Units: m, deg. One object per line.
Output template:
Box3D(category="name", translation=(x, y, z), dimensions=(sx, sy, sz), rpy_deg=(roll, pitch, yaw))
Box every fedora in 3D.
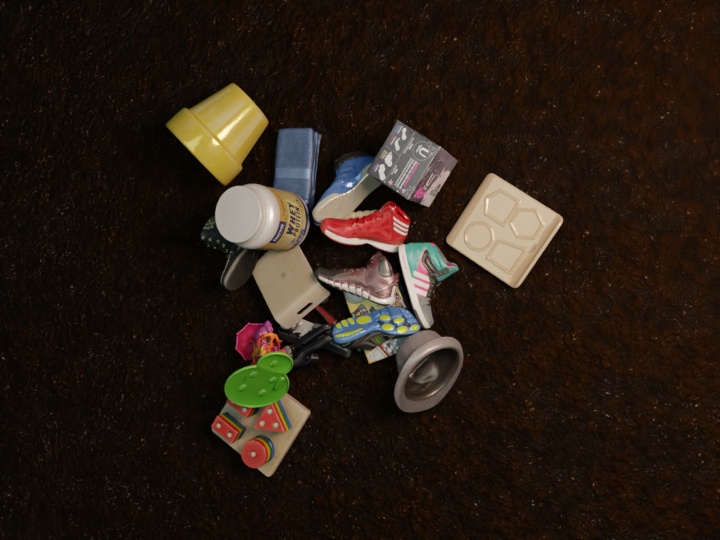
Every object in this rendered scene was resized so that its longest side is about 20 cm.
Box3D(category="fedora", translation=(0.137, 0.211, 1.462), dimensions=(0.090, 0.176, 0.201), rpy_deg=(50, 135, 44))

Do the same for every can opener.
Box3D(category="can opener", translation=(-0.105, 0.160, 1.587), dimensions=(0.199, 0.053, 0.067), rpy_deg=(18, 130, 19))
Box3D(category="can opener", translation=(-0.121, 0.173, 1.534), dimensions=(0.200, 0.078, 0.064), rpy_deg=(-46, 54, 47))

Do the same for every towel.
Box3D(category="towel", translation=(-0.158, -0.244, 1.596), dimensions=(0.111, 0.048, 0.202), rpy_deg=(6, 94, 22))

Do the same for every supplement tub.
Box3D(category="supplement tub", translation=(-0.220, -0.118, 1.487), dimensions=(0.143, 0.200, 0.146), rpy_deg=(0, 89, 26))

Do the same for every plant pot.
Box3D(category="plant pot", translation=(-0.334, -0.342, 1.589), dimensions=(0.189, 0.201, 0.201), rpy_deg=(-45, 77, -3))

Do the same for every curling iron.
Box3D(category="curling iron", translation=(-0.060, 0.115, 1.561), dimensions=(0.050, 0.026, 0.200), rpy_deg=(-44, 67, 10))

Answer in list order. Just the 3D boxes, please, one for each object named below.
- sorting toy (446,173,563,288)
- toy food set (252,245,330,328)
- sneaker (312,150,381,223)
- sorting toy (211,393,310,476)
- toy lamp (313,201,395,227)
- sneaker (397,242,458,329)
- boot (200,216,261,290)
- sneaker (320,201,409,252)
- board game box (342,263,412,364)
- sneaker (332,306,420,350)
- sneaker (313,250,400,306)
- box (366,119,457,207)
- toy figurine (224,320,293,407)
Box3D(category="sorting toy", translation=(0.316, -0.089, 1.451), dimensions=(0.200, 0.036, 0.186), rpy_deg=(36, 101, 19))
Box3D(category="toy food set", translation=(-0.171, 0.019, 1.589), dimensions=(0.143, 0.060, 0.201), rpy_deg=(-39, 62, 15))
Box3D(category="sneaker", translation=(-0.042, -0.199, 1.522), dimensions=(0.200, 0.077, 0.111), rpy_deg=(-40, 48, 2))
Box3D(category="sorting toy", translation=(-0.260, 0.378, 1.622), dimensions=(0.198, 0.070, 0.201), rpy_deg=(34, 100, 15))
Box3D(category="toy lamp", translation=(-0.014, -0.130, 1.546), dimensions=(0.199, 0.058, 0.059), rpy_deg=(-5, 89, 17))
Box3D(category="sneaker", translation=(0.166, 0.025, 1.477), dimensions=(0.120, 0.084, 0.201), rpy_deg=(-15, 100, 11))
Box3D(category="boot", translation=(-0.330, -0.048, 1.610), dimensions=(0.153, 0.074, 0.204), rpy_deg=(11, 58, 21))
Box3D(category="sneaker", translation=(0.016, -0.116, 1.470), dimensions=(0.199, 0.079, 0.116), rpy_deg=(9, 127, -16))
Box3D(category="board game box", translation=(0.049, 0.101, 1.537), dimensions=(0.135, 0.035, 0.201), rpy_deg=(-22, 83, 17))
Box3D(category="sneaker", translation=(0.036, 0.136, 1.490), dimensions=(0.198, 0.083, 0.071), rpy_deg=(-12, 59, 3))
Box3D(category="sneaker", translation=(0.000, 0.000, 1.504), dimensions=(0.199, 0.076, 0.116), rpy_deg=(20, 91, 7))
Box3D(category="box", translation=(0.117, -0.224, 1.425), dimensions=(0.114, 0.200, 0.133), rpy_deg=(34, 101, 16))
Box3D(category="toy figurine", translation=(-0.240, 0.192, 1.563), dimensions=(0.200, 0.149, 0.185), rpy_deg=(-51, 34, 30))
